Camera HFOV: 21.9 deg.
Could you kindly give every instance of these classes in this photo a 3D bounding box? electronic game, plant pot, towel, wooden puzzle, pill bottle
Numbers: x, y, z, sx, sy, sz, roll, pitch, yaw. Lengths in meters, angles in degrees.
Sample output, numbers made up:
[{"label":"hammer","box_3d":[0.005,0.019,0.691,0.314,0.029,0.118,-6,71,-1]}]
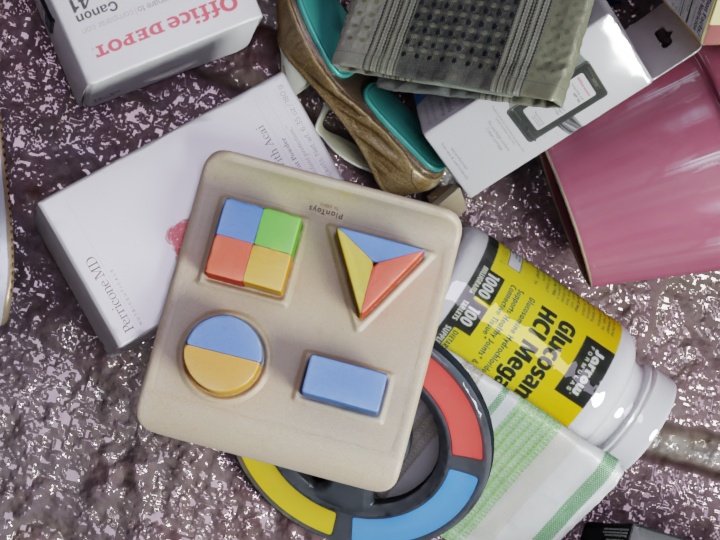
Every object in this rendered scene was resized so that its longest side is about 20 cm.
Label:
[{"label":"electronic game","box_3d":[-0.002,0.117,1.346,0.200,0.042,0.200,8,120,13]},{"label":"plant pot","box_3d":[0.235,-0.077,1.403,0.179,0.200,0.200,-19,87,3]},{"label":"towel","box_3d":[0.089,-0.215,1.344,0.192,0.035,0.200,13,77,28]},{"label":"wooden puzzle","box_3d":[-0.041,0.033,1.265,0.185,0.046,0.200,15,86,0]},{"label":"pill bottle","box_3d":[0.131,0.064,1.394,0.200,0.112,0.112,33,78,-6]},{"label":"towel","box_3d":[0.075,0.132,1.377,0.200,0.149,0.031,35,34,-4]}]

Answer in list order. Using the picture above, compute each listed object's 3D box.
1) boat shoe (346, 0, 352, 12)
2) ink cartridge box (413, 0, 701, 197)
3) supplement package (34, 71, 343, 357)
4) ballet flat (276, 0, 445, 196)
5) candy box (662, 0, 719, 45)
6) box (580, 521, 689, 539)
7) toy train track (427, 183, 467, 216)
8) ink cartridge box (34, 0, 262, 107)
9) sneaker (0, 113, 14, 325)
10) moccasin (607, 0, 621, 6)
[{"label":"boat shoe","box_3d":[0.058,-0.263,1.438,0.086,0.075,0.202,42,84,-20]},{"label":"ink cartridge box","box_3d":[0.140,-0.152,1.377,0.200,0.116,0.068,-32,115,11]},{"label":"supplement package","box_3d":[-0.121,-0.037,1.355,0.200,0.120,0.121,-30,91,-12]},{"label":"ballet flat","box_3d":[-0.015,-0.135,1.416,0.200,0.072,0.068,51,35,-6]},{"label":"candy box","box_3d":[0.261,-0.238,1.369,0.115,0.200,0.055,-4,128,-21]},{"label":"box","box_3d":[0.225,0.301,1.378,0.148,0.124,0.200,17,81,-7]},{"label":"toy train track","box_3d":[0.000,0.000,1.412,0.200,0.033,0.115,-41,132,-21]},{"label":"ink cartridge box","box_3d":[-0.179,-0.243,1.387,0.148,0.086,0.200,-24,87,-13]},{"label":"sneaker","box_3d":[-0.310,-0.054,1.345,0.108,0.070,0.200,-5,77,-16]},{"label":"moccasin","box_3d":[0.170,-0.237,1.456,0.200,0.080,0.068,-24,84,-13]}]
